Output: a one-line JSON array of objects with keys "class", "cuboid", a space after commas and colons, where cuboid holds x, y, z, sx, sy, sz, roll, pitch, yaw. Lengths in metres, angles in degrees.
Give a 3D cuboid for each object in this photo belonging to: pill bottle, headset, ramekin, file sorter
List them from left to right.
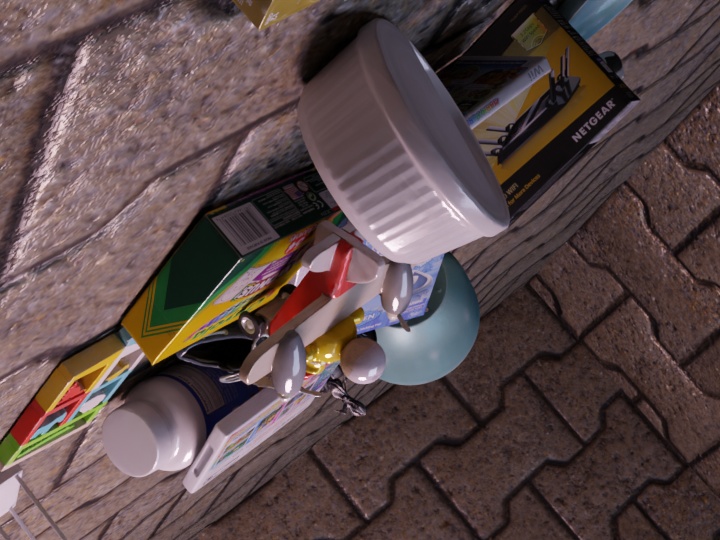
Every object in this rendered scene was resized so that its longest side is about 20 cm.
[{"class": "file sorter", "cuboid": [-0.417, 0.327, 1.439, 0.200, 0.125, 0.139, -36, 170, -29]}, {"class": "pill bottle", "cuboid": [-0.206, 0.166, 1.582, 0.112, 0.112, 0.200, -47, 170, 33]}, {"class": "headset", "cuboid": [-0.027, 0.114, 1.723, 0.123, 0.094, 0.200, -42, -165, 12]}, {"class": "ramekin", "cuboid": [0.031, -0.097, 1.104, 0.094, 0.203, 0.202, -32, 173, 17]}]

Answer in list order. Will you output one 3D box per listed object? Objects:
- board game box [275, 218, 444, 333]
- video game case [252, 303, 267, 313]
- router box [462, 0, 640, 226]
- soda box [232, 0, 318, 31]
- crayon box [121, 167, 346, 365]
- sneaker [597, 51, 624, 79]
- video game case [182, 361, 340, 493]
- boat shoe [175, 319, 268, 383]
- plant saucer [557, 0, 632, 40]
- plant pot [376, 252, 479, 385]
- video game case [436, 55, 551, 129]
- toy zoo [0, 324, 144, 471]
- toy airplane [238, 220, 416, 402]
[{"class": "board game box", "cuboid": [0.000, 0.000, 1.518, 0.199, 0.043, 0.199, -16, 144, -25]}, {"class": "video game case", "cuboid": [-0.069, 0.038, 1.587, 0.200, 0.036, 0.181, -44, 147, 18]}, {"class": "router box", "cuboid": [0.163, -0.164, 1.406, 0.200, 0.157, 0.052, -46, 170, 23]}, {"class": "soda box", "cuboid": [-0.019, -0.220, 0.707, 0.068, 0.064, 0.200, -34, 169, -37]}, {"class": "crayon box", "cuboid": [-0.114, -0.009, 1.311, 0.200, 0.058, 0.173, -29, 165, -52]}, {"class": "sneaker", "cuboid": [0.221, -0.225, 1.516, 0.200, 0.080, 0.074, -22, -172, -38]}, {"class": "video game case", "cuboid": [-0.108, 0.164, 1.562, 0.200, 0.024, 0.182, -35, 168, -33]}, {"class": "boat shoe", "cuboid": [-0.132, 0.079, 1.431, 0.075, 0.062, 0.200, -38, 149, 17]}, {"class": "plant saucer", "cuboid": [0.286, -0.325, 1.559, 0.200, 0.027, 0.200, -39, 170, -8]}, {"class": "plant pot", "cuboid": [0.062, 0.041, 1.865, 0.200, 0.201, 0.161, -40, 161, -7]}, {"class": "video game case", "cuboid": [0.068, -0.147, 1.294, 0.200, 0.018, 0.143, -38, -156, -21]}, {"class": "toy zoo", "cuboid": [-0.277, 0.116, 1.350, 0.200, 0.020, 0.131, -48, 168, 35]}, {"class": "toy airplane", "cuboid": [-0.021, 0.043, 1.302, 0.200, 0.141, 0.199, -41, 172, 3]}]
